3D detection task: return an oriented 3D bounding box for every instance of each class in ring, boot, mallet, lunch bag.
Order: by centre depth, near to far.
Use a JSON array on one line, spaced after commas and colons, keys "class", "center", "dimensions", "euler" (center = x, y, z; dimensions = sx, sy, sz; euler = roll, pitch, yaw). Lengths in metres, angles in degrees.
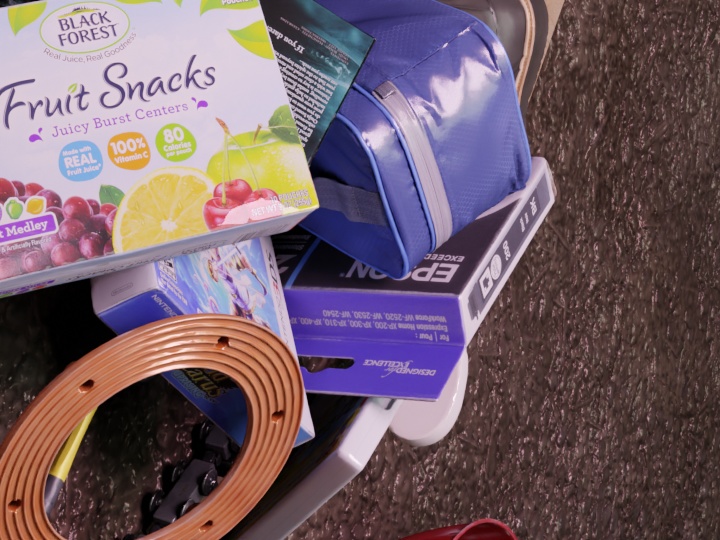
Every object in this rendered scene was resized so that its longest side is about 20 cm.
[{"class": "ring", "center": [-0.121, 0.101, 1.302], "dimensions": [0.199, 0.019, 0.201], "euler": [-23, 138, -22]}, {"class": "mallet", "center": [-0.167, 0.112, 1.336], "dimensions": [0.041, 0.066, 0.201], "euler": [38, 61, -38]}, {"class": "lunch bag", "center": [-0.007, -0.094, 1.452], "dimensions": [0.132, 0.200, 0.137], "euler": [-35, 130, -24]}, {"class": "boot", "center": [0.053, -0.097, 1.591], "dimensions": [0.138, 0.077, 0.202], "euler": [-9, 108, -51]}, {"class": "boot", "center": [0.050, 0.045, 1.663], "dimensions": [0.090, 0.072, 0.201], "euler": [52, 30, -54]}]

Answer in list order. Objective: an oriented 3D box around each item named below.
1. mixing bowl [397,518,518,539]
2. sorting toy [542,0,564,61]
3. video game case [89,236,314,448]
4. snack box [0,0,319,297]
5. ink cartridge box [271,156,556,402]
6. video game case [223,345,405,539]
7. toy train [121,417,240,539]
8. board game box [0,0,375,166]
[{"class": "mixing bowl", "center": [0.037, 0.273, 1.679], "dimensions": [0.200, 0.108, 0.202], "euler": [-12, 104, -59]}, {"class": "sorting toy", "center": [0.073, -0.205, 1.682], "dimensions": [0.200, 0.069, 0.200], "euler": [8, 103, -61]}, {"class": "video game case", "center": [-0.102, -0.010, 1.373], "dimensions": [0.200, 0.045, 0.182], "euler": [49, 21, -52]}, {"class": "snack box", "center": [-0.137, -0.073, 1.233], "dimensions": [0.199, 0.053, 0.143], "euler": [-14, 81, -24]}, {"class": "ink cartridge box", "center": [0.000, 0.000, 1.485], "dimensions": [0.200, 0.197, 0.044], "euler": [-57, 137, -41]}, {"class": "video game case", "center": [-0.014, 0.103, 1.513], "dimensions": [0.023, 0.200, 0.182], "euler": [38, 49, -6]}, {"class": "toy train", "center": [-0.112, 0.153, 1.476], "dimensions": [0.046, 0.034, 0.200], "euler": [82, 30, -41]}, {"class": "board game box", "center": [-0.104, -0.129, 1.318], "dimensions": [0.136, 0.199, 0.028], "euler": [-62, -172, -30]}]
